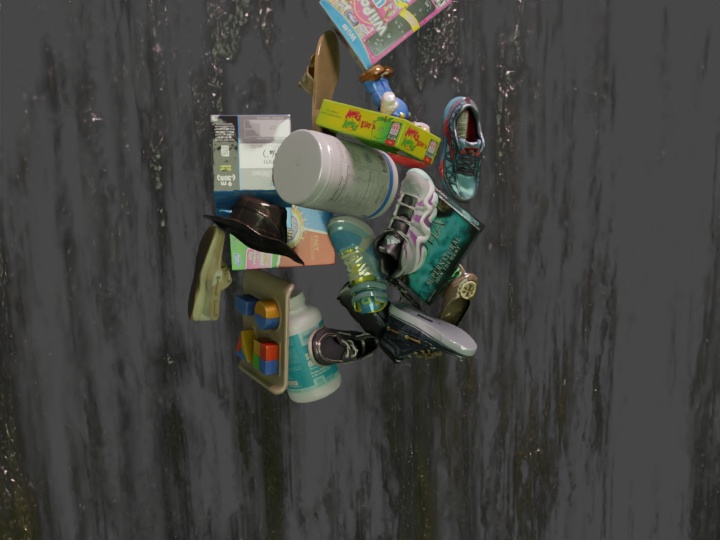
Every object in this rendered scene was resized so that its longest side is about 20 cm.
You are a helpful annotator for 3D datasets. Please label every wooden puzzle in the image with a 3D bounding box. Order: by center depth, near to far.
[{"bbox_3d":[-0.187,0.107,1.418,0.046,0.185,0.202,0,101,-33],"label":"wooden puzzle"}]

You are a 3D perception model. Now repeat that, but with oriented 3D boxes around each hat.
[{"bbox_3d":[-0.173,-0.085,1.347,0.199,0.200,0.082,24,81,-12],"label":"hat"}]

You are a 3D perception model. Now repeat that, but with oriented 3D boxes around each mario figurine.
[{"bbox_3d":[0.082,-0.284,1.412,0.123,0.106,0.201,-28,95,-30],"label":"mario figurine"}]

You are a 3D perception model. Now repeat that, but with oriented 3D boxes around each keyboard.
[{"bbox_3d":[0.056,0.080,1.534,0.127,0.021,0.200,-40,105,4],"label":"keyboard"}]

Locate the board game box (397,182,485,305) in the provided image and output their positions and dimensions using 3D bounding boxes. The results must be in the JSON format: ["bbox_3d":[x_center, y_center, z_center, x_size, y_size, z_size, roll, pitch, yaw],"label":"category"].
[{"bbox_3d":[0.129,-0.048,1.437,0.135,0.028,0.201,41,127,15],"label":"board game box"}]

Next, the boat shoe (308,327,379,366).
[{"bbox_3d":[-0.030,0.140,1.446,0.062,0.200,0.073,-11,82,27],"label":"boat shoe"}]

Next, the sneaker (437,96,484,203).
[{"bbox_3d":[0.192,-0.225,1.453,0.078,0.096,0.202,-7,102,-7],"label":"sneaker"}]

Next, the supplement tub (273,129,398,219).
[{"bbox_3d":[-0.040,-0.166,1.355,0.199,0.131,0.133,7,103,-46],"label":"supplement tub"}]

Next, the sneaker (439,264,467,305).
[{"bbox_3d":[0.163,-0.011,1.495,0.076,0.089,0.201,-30,105,-2],"label":"sneaker"}]

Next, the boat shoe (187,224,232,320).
[{"bbox_3d":[-0.274,0.007,1.432,0.064,0.072,0.202,6,118,-22],"label":"boat shoe"}]

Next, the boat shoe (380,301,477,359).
[{"bbox_3d":[0.129,0.139,1.473,0.071,0.199,0.092,-8,119,-52],"label":"boat shoe"}]

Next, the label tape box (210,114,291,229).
[{"bbox_3d":[-0.193,-0.175,1.383,0.143,0.063,0.202,-2,93,-8],"label":"label tape box"}]

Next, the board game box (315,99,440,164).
[{"bbox_3d":[0.027,-0.238,1.311,0.101,0.199,0.048,15,97,-49],"label":"board game box"}]

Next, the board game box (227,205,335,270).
[{"bbox_3d":[-0.150,-0.084,1.457,0.198,0.040,0.155,-4,102,-8],"label":"board game box"}]

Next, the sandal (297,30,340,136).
[{"bbox_3d":[-0.086,-0.331,1.401,0.069,0.077,0.214,-3,82,29],"label":"sandal"}]

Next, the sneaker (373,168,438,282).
[{"bbox_3d":[0.071,-0.071,1.359,0.077,0.140,0.202,16,118,29],"label":"sneaker"}]

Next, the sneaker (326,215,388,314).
[{"bbox_3d":[0.000,0.000,1.395,0.079,0.131,0.200,-18,136,22],"label":"sneaker"}]

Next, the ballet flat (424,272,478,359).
[{"bbox_3d":[0.176,0.094,1.502,0.067,0.046,0.201,16,116,-27],"label":"ballet flat"}]

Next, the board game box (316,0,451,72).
[{"bbox_3d":[0.043,-0.482,1.395,0.199,0.064,0.148,-38,103,1],"label":"board game box"}]

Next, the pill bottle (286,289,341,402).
[{"bbox_3d":[-0.114,0.142,1.473,0.110,0.111,0.202,-19,104,-4],"label":"pill bottle"}]
